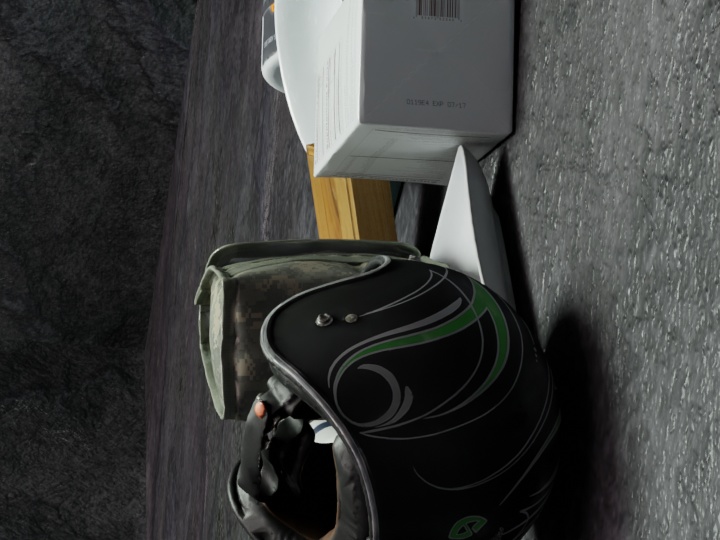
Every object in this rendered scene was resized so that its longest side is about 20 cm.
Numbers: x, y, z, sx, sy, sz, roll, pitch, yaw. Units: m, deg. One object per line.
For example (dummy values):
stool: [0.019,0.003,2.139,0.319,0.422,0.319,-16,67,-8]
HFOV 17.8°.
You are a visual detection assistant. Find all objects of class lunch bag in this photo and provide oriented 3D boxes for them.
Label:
lunch bag: [-0.029,0.038,1.622,0.200,0.162,0.119,-151,61,-79]

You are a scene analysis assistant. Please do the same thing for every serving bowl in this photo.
serving bowl: [-0.008,-0.177,1.903,0.200,0.065,0.202,168,90,-70]

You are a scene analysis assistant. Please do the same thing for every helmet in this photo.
helmet: [0.028,0.091,1.385,0.199,0.190,0.202,27,127,42]

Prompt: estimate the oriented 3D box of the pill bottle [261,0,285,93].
pill bottle: [-0.041,-0.274,2.189,0.106,0.105,0.202,116,156,-64]

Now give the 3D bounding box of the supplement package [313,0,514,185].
supplement package: [0.034,-0.135,1.664,0.200,0.113,0.111,143,129,-76]

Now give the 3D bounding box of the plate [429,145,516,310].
plate: [0.073,0.050,1.594,0.201,0.032,0.201,-96,14,-48]

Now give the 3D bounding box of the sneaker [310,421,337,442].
sneaker: [-0.033,0.234,2.023,0.080,0.076,0.202,-136,49,-65]

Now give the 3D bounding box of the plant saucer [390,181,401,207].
plant saucer: [0.032,-0.122,1.953,0.201,0.019,0.070,104,166,-46]

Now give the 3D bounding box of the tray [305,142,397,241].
tray: [0.000,0.000,1.835,0.099,0.037,0.202,-159,60,-67]
